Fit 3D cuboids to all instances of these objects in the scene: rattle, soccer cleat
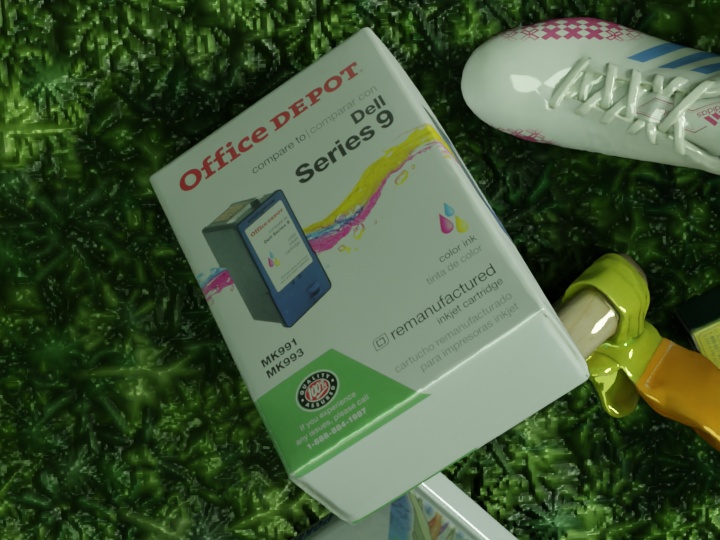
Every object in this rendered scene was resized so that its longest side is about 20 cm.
[{"bbox_3d":[0.103,0.094,0.854,0.200,0.130,0.143,-44,103,11],"label":"rattle"},{"bbox_3d":[0.154,-0.091,0.825,0.199,0.086,0.070,7,106,-3],"label":"soccer cleat"}]

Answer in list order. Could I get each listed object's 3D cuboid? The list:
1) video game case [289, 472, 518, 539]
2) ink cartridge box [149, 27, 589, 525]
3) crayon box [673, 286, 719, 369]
[{"bbox_3d":[0.046,0.211,0.900,0.200,0.022,0.182,42,129,-12],"label":"video game case"},{"bbox_3d":[0.000,0.000,0.788,0.145,0.200,0.088,-33,146,7],"label":"ink cartridge box"},{"bbox_3d":[0.296,0.040,0.885,0.199,0.051,0.127,-24,105,6],"label":"crayon box"}]
